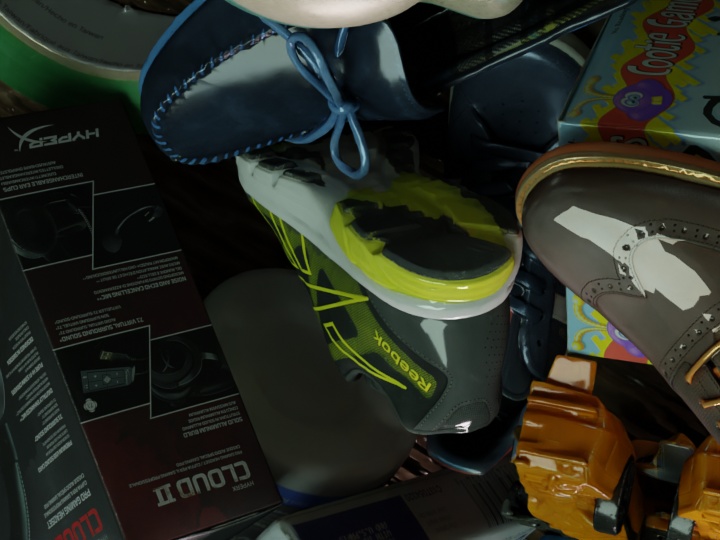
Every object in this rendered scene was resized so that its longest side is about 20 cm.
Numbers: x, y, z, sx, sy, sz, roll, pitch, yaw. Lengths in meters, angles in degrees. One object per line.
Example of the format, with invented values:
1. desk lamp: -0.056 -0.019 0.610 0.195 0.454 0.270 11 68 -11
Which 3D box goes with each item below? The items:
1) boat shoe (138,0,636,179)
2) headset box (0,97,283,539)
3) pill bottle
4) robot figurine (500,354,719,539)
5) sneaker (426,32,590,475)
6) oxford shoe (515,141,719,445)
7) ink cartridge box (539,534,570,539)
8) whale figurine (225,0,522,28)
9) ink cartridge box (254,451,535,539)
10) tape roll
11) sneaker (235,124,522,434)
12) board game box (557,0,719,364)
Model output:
1. boat shoe: 0.008 -0.088 0.678 0.199 0.069 0.084 -29 144 17
2. headset box: -0.121 0.055 0.784 0.149 0.077 0.202 -38 69 51
3. pill bottle: -0.062 0.102 0.879 0.113 0.114 0.200 33 133 -2
4. robot figurine: 0.126 0.090 0.767 0.144 0.059 0.200 12 167 15
5. sneaker: 0.058 -0.001 0.761 0.074 0.085 0.201 13 129 16
6. oxford shoe: 0.134 0.028 0.615 0.199 0.073 0.072 31 133 1
7. ink cartridge box: 0.108 0.215 0.826 0.115 0.201 0.067 7 129 21
8. whale figurine: 0.017 -0.160 0.624 0.160 0.199 0.104 67 166 -15
9. ink cartridge box: -0.031 0.163 0.835 0.200 0.196 0.043 -46 70 27
10. tape roll: -0.097 -0.151 0.745 0.199 0.048 0.202 13 129 16
11. sneaker: 0.000 0.000 0.728 0.074 0.200 0.085 -7 111 -16
12. board game box: 0.179 -0.026 0.671 0.198 0.103 0.106 8 128 20
